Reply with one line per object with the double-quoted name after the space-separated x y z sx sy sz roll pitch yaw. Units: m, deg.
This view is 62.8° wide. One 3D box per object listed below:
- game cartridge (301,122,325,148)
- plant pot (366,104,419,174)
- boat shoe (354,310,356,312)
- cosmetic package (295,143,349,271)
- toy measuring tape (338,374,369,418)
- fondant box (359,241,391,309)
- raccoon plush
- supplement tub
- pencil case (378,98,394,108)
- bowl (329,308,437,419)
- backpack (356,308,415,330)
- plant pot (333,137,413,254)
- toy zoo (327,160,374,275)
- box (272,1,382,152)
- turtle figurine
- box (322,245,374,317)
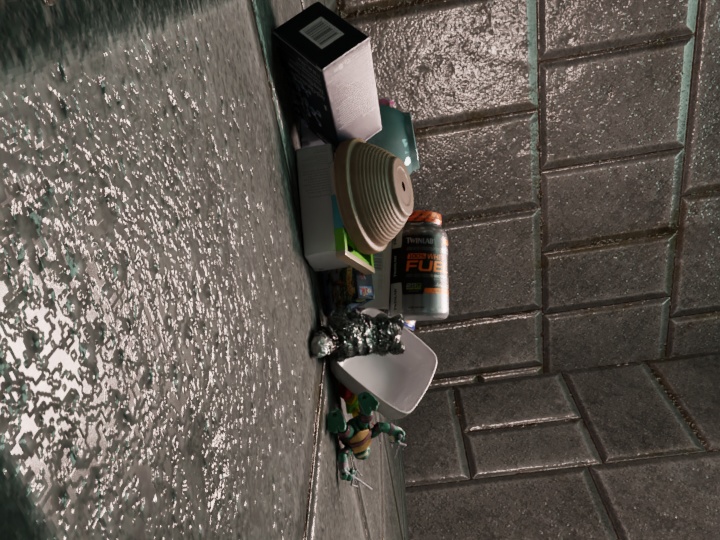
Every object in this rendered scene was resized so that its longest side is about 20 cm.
-0.057 -0.327 1.203 0.041 0.130 0.204 63 19 -51 "game cartridge"
0.057 -0.269 1.279 0.200 0.130 0.206 -11 90 -83 "plant pot"
-0.001 0.170 1.333 0.072 0.066 0.206 -171 -109 -74 "boat shoe"
-0.069 -0.113 1.078 0.102 0.069 0.206 66 17 -74 "cosmetic package"
-0.014 0.207 1.227 0.074 0.071 0.205 72 7 -64 "toy measuring tape"
0.000 0.000 1.217 0.199 0.057 0.149 179 -87 -71 "fondant box"
0.005 0.131 1.037 0.200 0.130 0.100 -51 141 -67 "raccoon plush"
0.114 -0.006 1.161 0.123 0.119 0.206 53 37 -80 "supplement tub"
-0.008 -0.356 1.435 0.087 0.194 0.085 70 11 -59 "pencil case"
0.040 0.191 1.181 0.200 0.198 0.075 -48 173 -49 "bowl"
0.078 0.045 1.308 0.190 0.195 0.158 159 -54 -70 "backpack"
0.035 -0.138 1.037 0.201 0.090 0.206 41 43 -55 "plant pot"
-0.017 -0.106 1.051 0.131 0.020 0.206 32 50 -63 "toy zoo"
-0.054 -0.334 1.048 0.148 0.106 0.202 44 -16 30 "box"
0.001 0.316 1.094 0.100 0.149 0.203 29 -32 37 "turtle figurine"
-0.032 -0.025 1.153 0.136 0.037 0.206 -33 -121 55 "box"
